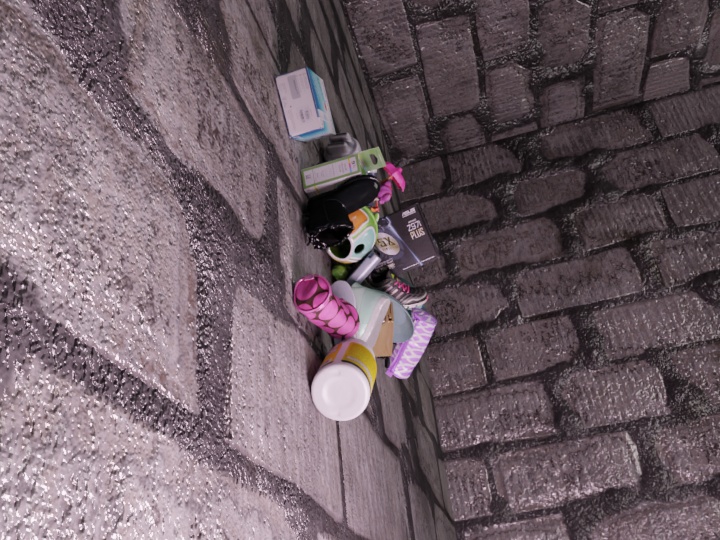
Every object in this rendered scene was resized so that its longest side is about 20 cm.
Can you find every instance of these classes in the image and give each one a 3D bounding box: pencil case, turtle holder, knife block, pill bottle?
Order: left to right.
[{"bbox_3d":[-0.069,0.072,1.290,0.200,0.089,0.095,53,34,-63],"label":"pencil case"},{"bbox_3d":[-0.041,-0.077,1.582,0.141,0.185,0.132,41,34,-7],"label":"turtle holder"},{"bbox_3d":[-0.026,0.210,1.271,0.200,0.113,0.116,-55,132,-76],"label":"pill bottle"},{"bbox_3d":[0.061,0.183,1.667,0.175,0.199,0.065,32,39,-33],"label":"knife block"},{"bbox_3d":[0.139,0.201,1.747,0.085,0.083,0.202,-14,130,-61],"label":"pencil case"}]

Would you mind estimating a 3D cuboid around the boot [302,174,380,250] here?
[{"bbox_3d":[-0.039,-0.132,1.435,0.163,0.196,0.074,-100,169,-56],"label":"boot"}]

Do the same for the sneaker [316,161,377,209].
[{"bbox_3d":[-0.043,-0.212,1.668,0.076,0.201,0.148,-12,109,-46],"label":"sneaker"}]

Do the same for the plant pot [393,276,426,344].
[{"bbox_3d":[0.072,0.133,1.828,0.134,0.198,0.203,-33,114,-46],"label":"plant pot"}]

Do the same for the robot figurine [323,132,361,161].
[{"bbox_3d":[-0.040,-0.315,1.885,0.201,0.111,0.171,67,31,-47],"label":"robot figurine"}]

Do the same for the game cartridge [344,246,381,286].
[{"bbox_3d":[0.000,0.000,1.651,0.040,0.133,0.200,45,7,-4],"label":"game cartridge"}]

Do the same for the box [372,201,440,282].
[{"bbox_3d":[0.105,-0.079,1.776,0.086,0.198,0.166,-48,116,-78],"label":"box"}]

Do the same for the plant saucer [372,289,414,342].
[{"bbox_3d":[0.060,0.111,1.683,0.039,0.199,0.202,-56,141,-35],"label":"plant saucer"}]

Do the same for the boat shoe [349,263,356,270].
[{"bbox_3d":[-0.017,-0.026,1.779,0.066,0.071,0.203,-47,123,-73],"label":"boat shoe"}]

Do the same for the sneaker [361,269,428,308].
[{"bbox_3d":[0.090,0.043,1.720,0.074,0.197,0.088,-78,177,-62],"label":"sneaker"}]

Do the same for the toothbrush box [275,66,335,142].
[{"bbox_3d":[-0.131,-0.401,1.558,0.200,0.084,0.148,-45,121,-80],"label":"toothbrush box"}]

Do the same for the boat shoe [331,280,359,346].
[{"bbox_3d":[-0.039,0.124,1.479,0.065,0.072,0.203,-9,96,-85],"label":"boat shoe"}]

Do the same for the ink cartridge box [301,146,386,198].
[{"bbox_3d":[-0.034,-0.224,1.537,0.104,0.197,0.060,53,23,-66],"label":"ink cartridge box"}]

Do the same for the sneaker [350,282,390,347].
[{"bbox_3d":[-0.014,0.129,1.545,0.073,0.117,0.202,-6,122,-61],"label":"sneaker"}]

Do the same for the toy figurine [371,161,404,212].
[{"bbox_3d":[0.034,-0.216,1.728,0.150,0.183,0.202,41,47,-36],"label":"toy figurine"}]
